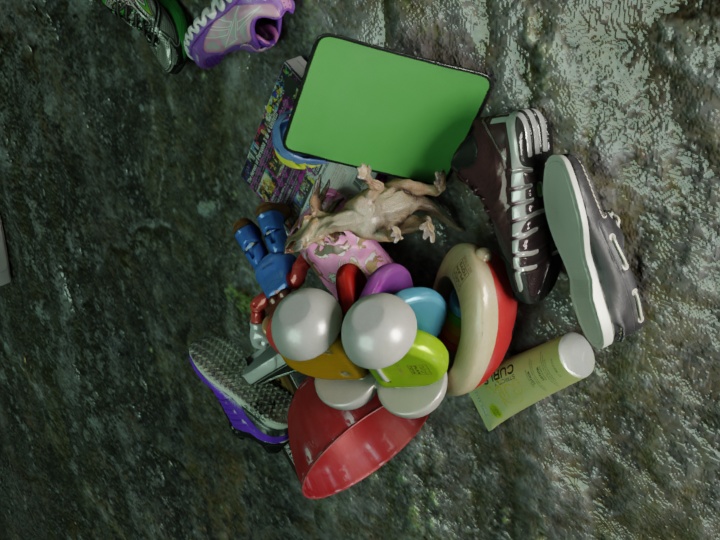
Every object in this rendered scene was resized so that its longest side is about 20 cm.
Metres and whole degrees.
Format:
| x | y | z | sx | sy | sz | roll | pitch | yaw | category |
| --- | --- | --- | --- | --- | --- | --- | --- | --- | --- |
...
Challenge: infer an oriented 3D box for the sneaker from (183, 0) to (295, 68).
| x | y | z | sx | sy | sz | roll | pitch | yaw | category |
| --- | --- | --- | --- | --- | --- | --- | --- | --- | --- |
| -0.144 | -0.296 | 1.347 | 0.089 | 0.080 | 0.200 | 52 | 138 | 0 | sneaker |

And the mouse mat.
| x | y | z | sx | sy | sz | roll | pitch | yaw | category |
| --- | --- | --- | --- | --- | --- | --- | --- | --- | --- |
| 0.027 | -0.167 | 1.184 | 0.196 | 0.008 | 0.162 | 13 | 134 | -13 | mouse mat |

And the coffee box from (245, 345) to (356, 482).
| x | y | z | sx | sy | sz | roll | pitch | yaw | category |
| --- | --- | --- | --- | --- | --- | --- | --- | --- | --- |
| -0.073 | 0.187 | 1.529 | 0.113 | 0.079 | 0.202 | -32 | 86 | 49 | coffee box |

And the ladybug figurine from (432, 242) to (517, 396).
| x | y | z | sx | sy | sz | roll | pitch | yaw | category |
| --- | --- | --- | --- | --- | --- | --- | --- | --- | --- |
| 0.127 | 0.054 | 1.236 | 0.202 | 0.071 | 0.137 | 103 | 157 | -45 | ladybug figurine |

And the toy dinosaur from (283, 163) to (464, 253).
| x | y | z | sx | sy | sz | roll | pitch | yaw | category |
| --- | --- | --- | --- | --- | --- | --- | --- | --- | --- |
| 0.017 | -0.069 | 1.238 | 0.135 | 0.197 | 0.088 | -4 | 90 | 58 | toy dinosaur |

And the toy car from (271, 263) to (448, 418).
| x | y | z | sx | sy | sz | roll | pitch | yaw | category |
| --- | --- | --- | --- | --- | --- | --- | --- | --- | --- |
| 0.011 | 0.063 | 1.219 | 0.197 | 0.152 | 0.176 | 3 | 148 | 28 | toy car |

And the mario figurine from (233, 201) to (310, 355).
| x | y | z | sx | sy | sz | roll | pitch | yaw | category |
| --- | --- | --- | --- | --- | --- | --- | --- | --- | --- |
| -0.091 | 0.023 | 1.383 | 0.124 | 0.104 | 0.203 | -53 | 51 | 54 | mario figurine |

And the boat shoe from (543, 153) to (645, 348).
| x | y | z | sx | sy | sz | roll | pitch | yaw | category |
| --- | --- | --- | --- | --- | --- | --- | --- | --- | --- |
| 0.237 | -0.024 | 1.109 | 0.074 | 0.059 | 0.203 | -169 | 61 | -74 | boat shoe |

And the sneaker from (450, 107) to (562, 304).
| x | y | z | sx | sy | sz | roll | pitch | yaw | category |
| --- | --- | --- | --- | --- | --- | --- | --- | --- | --- |
| 0.151 | -0.070 | 1.173 | 0.114 | 0.075 | 0.204 | 9 | 107 | 48 | sneaker |

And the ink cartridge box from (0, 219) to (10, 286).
| x | y | z | sx | sy | sz | roll | pitch | yaw | category |
| --- | --- | --- | --- | --- | --- | --- | --- | --- | --- |
| -0.782 | -0.047 | 2.089 | 0.198 | 0.146 | 0.147 | 23 | 126 | 36 | ink cartridge box |

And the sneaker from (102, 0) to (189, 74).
| x | y | z | sx | sy | sz | roll | pitch | yaw | category |
| --- | --- | --- | --- | --- | --- | --- | --- | --- | --- |
| -0.297 | -0.344 | 1.469 | 0.202 | 0.085 | 0.078 | 57 | 139 | 5 | sneaker |

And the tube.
| x | y | z | sx | sy | sz | roll | pitch | yaw | category |
| --- | --- | --- | --- | --- | --- | --- | --- | --- | --- |
| 0.184 | 0.126 | 1.256 | 0.051 | 0.059 | 0.199 | 21 | 151 | -22 | tube |

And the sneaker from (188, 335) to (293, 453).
| x | y | z | sx | sy | sz | roll | pitch | yaw | category |
| --- | --- | --- | --- | --- | --- | --- | --- | --- | --- |
| -0.168 | 0.178 | 1.511 | 0.199 | 0.069 | 0.101 | 39 | 137 | 27 | sneaker |

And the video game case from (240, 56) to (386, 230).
| x | y | z | sx | sy | sz | roll | pitch | yaw | category |
| --- | --- | --- | --- | --- | --- | --- | --- | --- | --- |
| -0.057 | -0.130 | 1.373 | 0.181 | 0.036 | 0.201 | 46 | 137 | 16 | video game case |

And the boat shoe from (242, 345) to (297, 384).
| x | y | z | sx | sy | sz | roll | pitch | yaw | category |
| --- | --- | --- | --- | --- | --- | --- | --- | --- | --- |
| -0.060 | 0.106 | 1.425 | 0.198 | 0.071 | 0.064 | -29 | 102 | 15 | boat shoe |

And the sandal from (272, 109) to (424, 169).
| x | y | z | sx | sy | sz | roll | pitch | yaw | category |
| --- | --- | --- | --- | --- | --- | --- | --- | --- | --- |
| -0.019 | -0.153 | 1.243 | 0.196 | 0.087 | 0.081 | -9 | 85 | 19 | sandal |

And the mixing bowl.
| x | y | z | sx | sy | sz | roll | pitch | yaw | category |
| --- | --- | --- | --- | --- | --- | --- | --- | --- | --- |
| -0.019 | 0.182 | 1.393 | 0.109 | 0.198 | 0.202 | 51 | 139 | 24 | mixing bowl |

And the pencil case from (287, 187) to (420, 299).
| x | y | z | sx | sy | sz | roll | pitch | yaw | category |
| --- | --- | --- | --- | --- | --- | --- | --- | --- | --- |
| 0.000 | 0.000 | 1.320 | 0.201 | 0.086 | 0.083 | 49 | 160 | -7 | pencil case |
